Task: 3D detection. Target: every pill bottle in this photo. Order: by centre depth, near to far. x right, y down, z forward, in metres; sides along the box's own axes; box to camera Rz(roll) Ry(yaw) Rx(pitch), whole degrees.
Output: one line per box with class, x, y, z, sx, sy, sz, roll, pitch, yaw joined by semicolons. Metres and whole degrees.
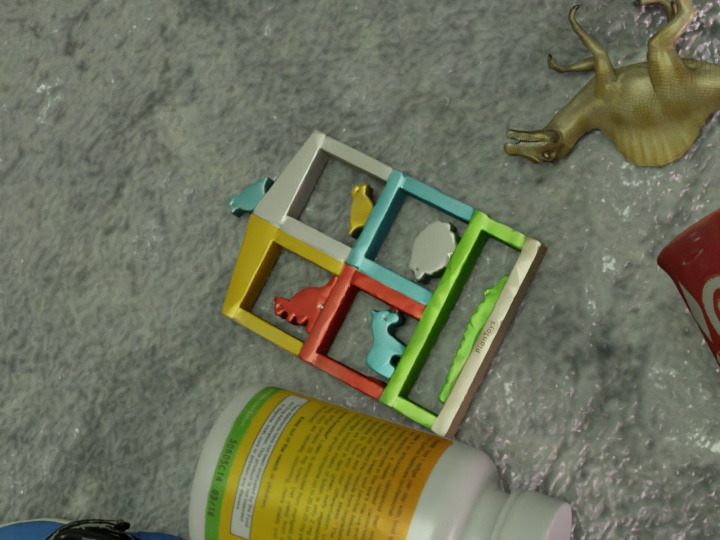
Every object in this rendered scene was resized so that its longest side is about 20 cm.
pill bottle;0.013;0.142;0.846;0.198;0.111;0.113;15;84;21

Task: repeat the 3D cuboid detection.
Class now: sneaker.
sneaker;-0.187;0.187;0.905;0.197;0.111;0.078;0;79;19

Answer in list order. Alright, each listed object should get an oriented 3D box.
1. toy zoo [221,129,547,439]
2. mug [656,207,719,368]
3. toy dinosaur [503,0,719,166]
toy zoo;0.000;0.000;0.928;0.198;0.020;0.132;27;89;22
mug;0.240;0.058;0.762;0.133;0.176;0.202;-35;72;43
toy dinosaur;0.180;-0.114;0.881;0.198;0.058;0.103;-9;91;25
